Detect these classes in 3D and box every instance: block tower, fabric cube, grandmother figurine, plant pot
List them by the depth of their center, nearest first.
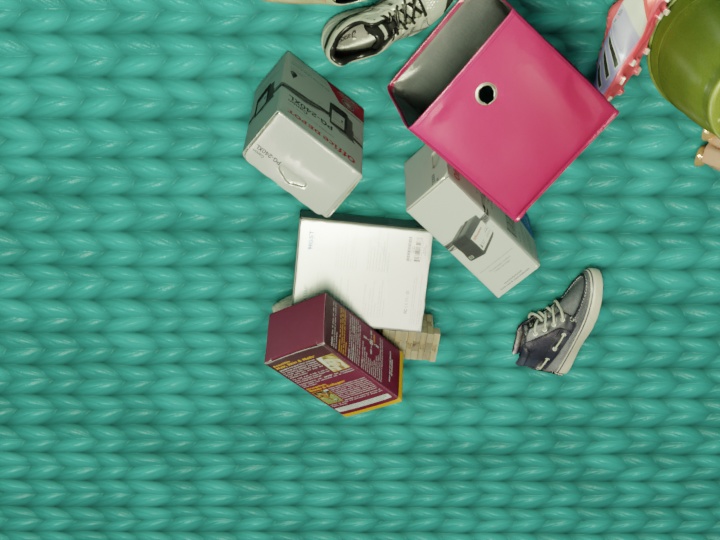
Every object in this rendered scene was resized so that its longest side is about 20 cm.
[{"bbox_3d":[0.492,-0.257,1.444,0.197,0.194,0.203,0,123,1],"label":"plant pot"},{"bbox_3d":[0.179,-0.224,1.449,0.199,0.201,0.196,38,106,-21],"label":"fabric cube"},{"bbox_3d":[0.564,-0.137,1.533,0.199,0.060,0.123,28,134,33],"label":"grandmother figurine"},{"bbox_3d":[0.021,0.097,1.713,0.197,0.058,0.055,6,123,-3],"label":"block tower"}]

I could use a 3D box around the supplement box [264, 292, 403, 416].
[{"bbox_3d":[-0.035,0.127,1.620,0.109,0.087,0.200,-20,140,30],"label":"supplement box"}]

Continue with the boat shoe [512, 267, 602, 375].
[{"bbox_3d":[0.303,0.079,1.725,0.091,0.075,0.202,7,123,-13],"label":"boat shoe"}]

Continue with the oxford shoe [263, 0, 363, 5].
[{"bbox_3d":[-0.056,-0.378,1.438,0.197,0.074,0.072,-6,122,4],"label":"oxford shoe"}]

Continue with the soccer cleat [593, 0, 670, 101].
[{"bbox_3d":[0.354,-0.316,1.494,0.076,0.066,0.201,38,130,18],"label":"soccer cleat"}]

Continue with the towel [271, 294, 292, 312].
[{"bbox_3d":[-0.031,0.091,1.760,0.132,0.035,0.200,-32,118,16],"label":"towel"}]

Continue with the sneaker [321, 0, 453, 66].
[{"bbox_3d":[0.041,-0.325,1.465,0.198,0.088,0.076,-27,117,14],"label":"sneaker"}]

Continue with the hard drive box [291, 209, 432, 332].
[{"bbox_3d":[0.000,0.000,1.649,0.197,0.077,0.158,6,102,-4],"label":"hard drive box"}]

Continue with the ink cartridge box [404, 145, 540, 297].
[{"bbox_3d":[0.156,-0.082,1.583,0.083,0.146,0.200,-38,115,23],"label":"ink cartridge box"}]

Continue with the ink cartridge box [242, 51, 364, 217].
[{"bbox_3d":[-0.072,-0.185,1.486,0.145,0.201,0.083,35,117,-20],"label":"ink cartridge box"}]
